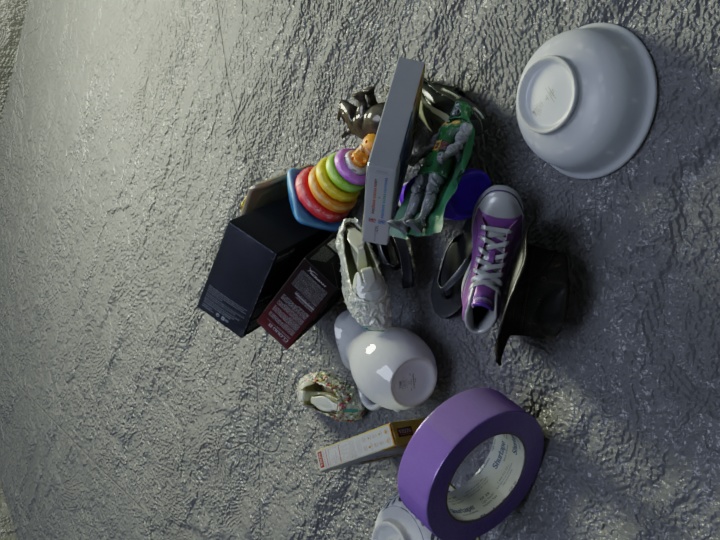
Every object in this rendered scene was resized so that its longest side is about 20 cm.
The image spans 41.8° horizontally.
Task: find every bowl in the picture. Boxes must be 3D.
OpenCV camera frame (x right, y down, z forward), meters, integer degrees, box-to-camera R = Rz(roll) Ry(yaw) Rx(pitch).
[{"bbox_3d":[0.262,-0.217,1.182,0.201,0.090,0.201,-1,89,53],"label":"bowl"},{"bbox_3d":[0.078,0.417,1.425,0.201,0.094,0.201,3,93,52],"label":"bowl"}]

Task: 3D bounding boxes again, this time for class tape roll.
[{"bbox_3d":[0.147,0.257,1.244,0.066,0.200,0.200,36,118,47],"label":"tape roll"}]

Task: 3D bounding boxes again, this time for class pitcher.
[{"bbox_3d":[0.039,0.162,1.472,0.200,0.121,0.172,30,132,60],"label":"pitcher"}]

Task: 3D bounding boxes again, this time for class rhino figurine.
[{"bbox_3d":[0.017,-0.249,1.522,0.200,0.060,0.088,6,117,54],"label":"rhino figurine"}]

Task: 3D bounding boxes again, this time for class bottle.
[{"bbox_3d":[0.114,-0.109,1.372,0.200,0.083,0.065,10,119,68],"label":"bottle"}]

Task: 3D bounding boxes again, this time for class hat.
[{"bbox_3d":[0.230,0.033,1.214,0.081,0.201,0.201,14,106,8],"label":"hat"}]

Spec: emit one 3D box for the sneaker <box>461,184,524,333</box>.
[{"bbox_3d":[0.177,-0.006,1.260,0.114,0.073,0.201,-73,-10,-59],"label":"sneaker"}]

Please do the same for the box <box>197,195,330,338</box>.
[{"bbox_3d":[-0.161,-0.012,1.632,0.104,0.200,0.182,34,120,14],"label":"box"}]

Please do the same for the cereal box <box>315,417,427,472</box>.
[{"bbox_3d":[0.044,0.261,1.428,0.200,0.144,0.040,-32,66,49],"label":"cereal box"}]

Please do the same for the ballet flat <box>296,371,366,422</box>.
[{"bbox_3d":[-0.067,0.218,1.638,0.200,0.064,0.076,3,93,53],"label":"ballet flat"}]

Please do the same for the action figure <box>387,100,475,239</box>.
[{"bbox_3d":[0.103,-0.141,1.263,0.118,0.055,0.200,3,63,54],"label":"action figure"}]

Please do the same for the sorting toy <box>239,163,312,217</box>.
[{"bbox_3d":[-0.174,-0.097,1.686,0.036,0.185,0.200,35,120,14],"label":"sorting toy"}]

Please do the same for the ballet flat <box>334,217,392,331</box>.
[{"bbox_3d":[0.000,0.000,1.441,0.072,0.072,0.200,-53,43,38],"label":"ballet flat"}]

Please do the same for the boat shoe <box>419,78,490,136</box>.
[{"bbox_3d":[0.123,-0.244,1.397,0.200,0.068,0.072,54,172,51],"label":"boat shoe"}]

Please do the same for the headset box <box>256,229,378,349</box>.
[{"bbox_3d":[-0.075,0.030,1.567,0.077,0.149,0.200,42,129,5],"label":"headset box"}]

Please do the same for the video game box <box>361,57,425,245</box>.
[{"bbox_3d":[0.046,-0.166,1.340,0.182,0.047,0.200,99,-174,-60],"label":"video game box"}]

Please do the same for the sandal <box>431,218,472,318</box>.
[{"bbox_3d":[0.146,-0.019,1.373,0.076,0.043,0.200,49,127,41],"label":"sandal"}]

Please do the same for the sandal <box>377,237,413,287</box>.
[{"bbox_3d":[0.042,-0.056,1.473,0.076,0.043,0.200,74,178,-63],"label":"sandal"}]

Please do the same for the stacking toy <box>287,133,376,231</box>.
[{"bbox_3d":[-0.025,-0.161,1.545,0.200,0.110,0.116,-42,50,42],"label":"stacking toy"}]
